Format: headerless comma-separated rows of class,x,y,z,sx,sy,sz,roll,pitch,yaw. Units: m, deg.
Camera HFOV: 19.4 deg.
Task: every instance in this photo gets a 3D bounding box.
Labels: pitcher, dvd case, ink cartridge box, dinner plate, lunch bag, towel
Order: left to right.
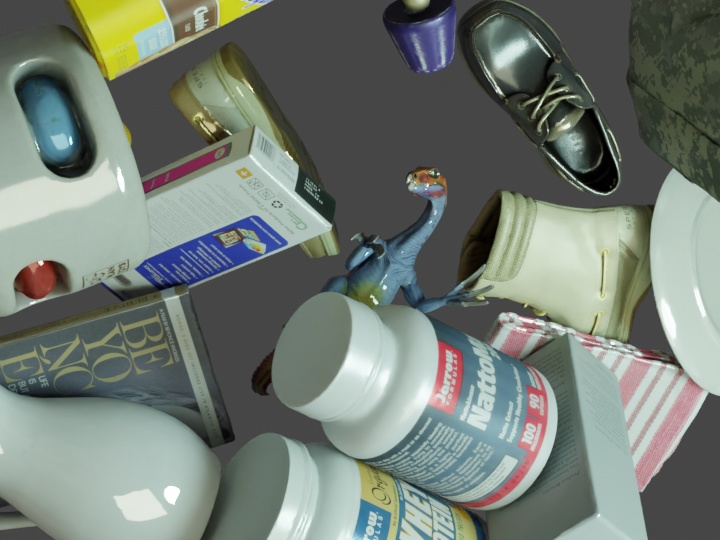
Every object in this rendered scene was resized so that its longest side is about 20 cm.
pitcher,-0.221,0.162,1.595,0.200,0.121,0.172,20,138,-12
dvd case,-0.210,0.100,1.623,0.200,0.016,0.149,-16,124,-3
ink cartridge box,-0.124,-0.035,1.561,0.200,0.037,0.095,-23,131,31
towel,0.177,0.109,1.742,0.200,0.030,0.146,15,127,-14
dinner plate,0.299,0.003,1.730,0.200,0.024,0.200,16,70,-49
lunch bag,0.294,-0.159,1.613,0.139,0.200,0.168,-25,125,-9

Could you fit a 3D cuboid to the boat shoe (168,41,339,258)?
boat shoe,-0.078,-0.081,1.579,0.066,0.074,0.200,-25,125,8

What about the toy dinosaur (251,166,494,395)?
toy dinosaur,0.000,0.000,1.659,0.105,0.200,0.182,50,55,-30

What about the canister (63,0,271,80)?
canister,-0.104,-0.212,1.449,0.200,0.149,0.087,-27,90,-5

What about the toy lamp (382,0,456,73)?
toy lamp,0.032,-0.240,1.545,0.058,0.058,0.200,-20,121,-12

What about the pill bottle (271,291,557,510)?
pill bottle,0.038,0.093,1.564,0.200,0.120,0.120,26,104,-35

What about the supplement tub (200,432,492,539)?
supplement tub,-0.009,0.217,1.592,0.200,0.145,0.145,28,103,-26

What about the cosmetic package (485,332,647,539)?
cosmetic package,0.153,0.155,1.631,0.101,0.200,0.071,-34,123,25

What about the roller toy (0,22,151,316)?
roller toy,-0.224,-0.069,1.448,0.140,0.182,0.200,-20,122,-13

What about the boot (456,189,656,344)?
boot,0.148,0.025,1.728,0.155,0.073,0.200,6,126,-18

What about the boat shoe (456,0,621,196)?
boat shoe,0.150,-0.133,1.640,0.074,0.073,0.200,-43,124,3
